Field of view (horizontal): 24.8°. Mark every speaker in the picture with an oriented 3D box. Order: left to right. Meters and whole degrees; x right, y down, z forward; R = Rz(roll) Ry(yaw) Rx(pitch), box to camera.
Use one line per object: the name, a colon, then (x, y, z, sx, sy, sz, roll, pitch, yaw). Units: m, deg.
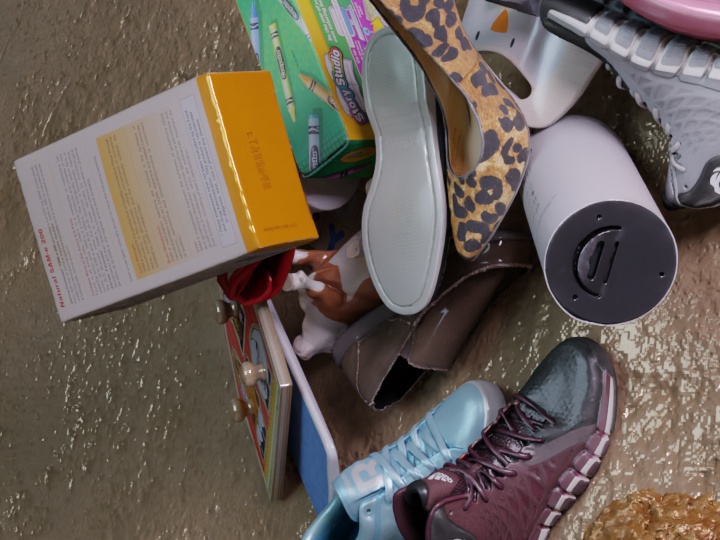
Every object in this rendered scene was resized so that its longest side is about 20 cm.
speaker: (0.145, -0.036, 1.038, 0.081, 0.081, 0.200, -59, 9, 17)

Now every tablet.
tablet: (-0.052, 0.107, 1.294, 0.130, 0.014, 0.200, 89, 160, -46)

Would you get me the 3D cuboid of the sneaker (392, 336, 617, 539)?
sneaker: (0.090, 0.131, 1.089, 0.076, 0.115, 0.200, 33, 103, 50)

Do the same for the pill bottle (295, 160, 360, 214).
pill bottle: (-0.097, -0.084, 1.332, 0.200, 0.112, 0.113, -2, 75, 44)

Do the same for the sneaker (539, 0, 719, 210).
sneaker: (0.192, -0.099, 1.042, 0.200, 0.075, 0.116, 26, 120, 25)

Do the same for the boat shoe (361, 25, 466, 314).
boat shoe: (0.044, -0.071, 1.143, 0.075, 0.060, 0.201, 8, 99, 38)

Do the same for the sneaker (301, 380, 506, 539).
sneaker: (0.027, 0.156, 1.181, 0.200, 0.082, 0.074, -55, 43, 21)

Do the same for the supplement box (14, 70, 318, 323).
supplement box: (-0.140, -0.051, 1.157, 0.200, 0.073, 0.126, -18, 87, 35)

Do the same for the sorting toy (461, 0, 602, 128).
sorting toy: (0.126, -0.188, 1.148, 0.200, 0.107, 0.180, 22, 85, 51)

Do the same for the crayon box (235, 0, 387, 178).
crayon box: (-0.018, -0.170, 1.242, 0.058, 0.119, 0.200, -34, 69, 41)

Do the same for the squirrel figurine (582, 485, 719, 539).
squirrel figurine: (0.206, 0.218, 0.908, 0.186, 0.141, 0.201, 8, 86, 45)

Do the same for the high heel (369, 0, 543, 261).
high heel: (0.041, -0.110, 1.062, 0.071, 0.142, 0.201, 15, 98, 61)

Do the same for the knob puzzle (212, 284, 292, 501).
knob puzzle: (-0.099, 0.060, 1.324, 0.220, 0.030, 0.220, 169, 90, -77)

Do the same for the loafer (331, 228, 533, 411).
loafer: (0.062, 0.040, 1.202, 0.200, 0.073, 0.071, -43, 58, 39)

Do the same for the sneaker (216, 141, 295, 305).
sneaker: (-0.125, -0.024, 1.229, 0.200, 0.078, 0.116, -17, 78, 48)

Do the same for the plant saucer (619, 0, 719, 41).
plant saucer: (0.228, -0.214, 1.023, 0.051, 0.200, 0.201, 86, 169, -55)

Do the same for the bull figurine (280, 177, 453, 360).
bull figurine: (0.000, 0.000, 1.248, 0.200, 0.121, 0.065, -34, 56, 31)

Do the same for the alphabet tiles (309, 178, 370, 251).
alphabet tiles: (0.003, -0.099, 1.314, 0.166, 0.006, 0.200, 36, 117, 38)
